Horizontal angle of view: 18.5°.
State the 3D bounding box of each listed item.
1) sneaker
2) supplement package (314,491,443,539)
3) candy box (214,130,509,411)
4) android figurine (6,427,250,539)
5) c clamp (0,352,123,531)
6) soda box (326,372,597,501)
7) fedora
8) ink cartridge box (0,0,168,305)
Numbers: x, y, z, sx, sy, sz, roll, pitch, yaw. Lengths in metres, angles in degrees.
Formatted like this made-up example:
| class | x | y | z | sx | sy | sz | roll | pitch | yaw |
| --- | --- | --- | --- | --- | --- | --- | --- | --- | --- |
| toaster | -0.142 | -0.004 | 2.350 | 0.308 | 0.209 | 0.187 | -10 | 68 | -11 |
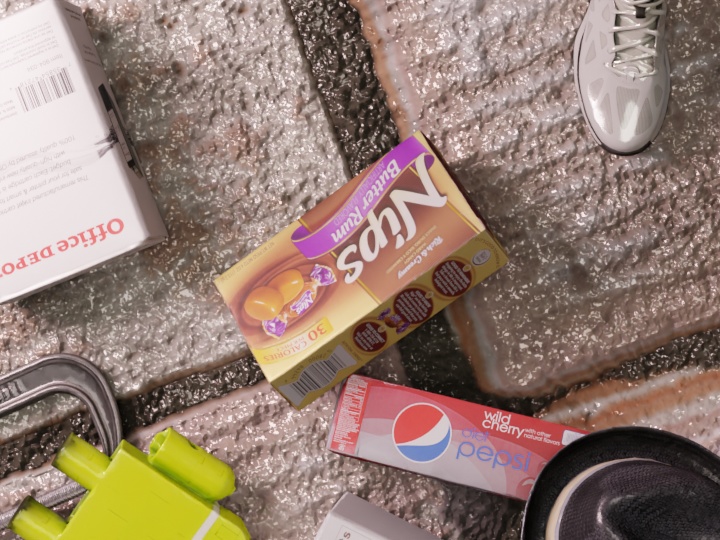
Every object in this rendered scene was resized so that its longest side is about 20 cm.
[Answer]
| class | x | y | z | sx | sy | sz | roll | pitch | yaw |
| --- | --- | --- | --- | --- | --- | --- | --- | --- | --- |
| sneaker | 0.196 | -0.187 | 1.647 | 0.075 | 0.115 | 0.202 | 1 | 92 | 6 |
| supplement package | 0.045 | 0.268 | 1.671 | 0.199 | 0.117 | 0.118 | 27 | 95 | 5 |
| candy box | 0.000 | 0.000 | 1.675 | 0.200 | 0.056 | 0.117 | -36 | 52 | 7 |
| android figurine | -0.167 | 0.216 | 1.718 | 0.199 | 0.041 | 0.183 | 33 | 97 | -9 |
| c clamp | -0.268 | 0.166 | 1.751 | 0.199 | 0.027 | 0.172 | -30 | 83 | 7 |
| soda box | 0.077 | 0.132 | 1.687 | 0.199 | 0.070 | 0.064 | 14 | 85 | 5 |
| fedora | 0.220 | 0.196 | 1.594 | 0.199 | 0.092 | 0.202 | 4 | 74 | -15 |
| ink cartridge box | -0.254 | -0.089 | 1.711 | 0.145 | 0.084 | 0.201 | -21 | 89 | 6 |
